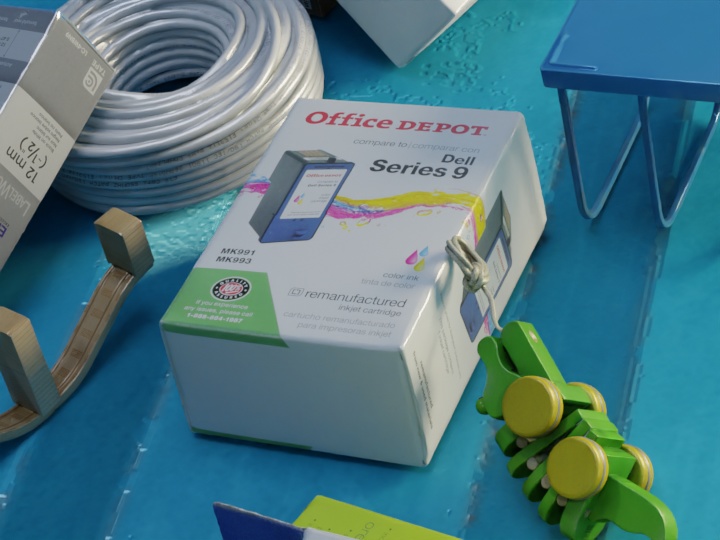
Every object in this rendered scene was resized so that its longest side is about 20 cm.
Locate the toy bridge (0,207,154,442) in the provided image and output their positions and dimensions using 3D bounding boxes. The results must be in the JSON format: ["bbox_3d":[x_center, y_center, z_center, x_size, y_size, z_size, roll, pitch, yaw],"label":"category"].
[{"bbox_3d":[-0.185,0.052,1.375,0.027,0.068,0.200,20,52,35],"label":"toy bridge"}]

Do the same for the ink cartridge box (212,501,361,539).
[{"bbox_3d":[0.036,0.195,1.009,0.199,0.199,0.047,9,43,27],"label":"ink cartridge box"}]

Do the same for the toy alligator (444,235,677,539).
[{"bbox_3d":[0.085,0.072,1.259,0.054,0.059,0.200,-46,62,19],"label":"toy alligator"}]

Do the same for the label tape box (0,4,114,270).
[{"bbox_3d":[-0.254,-0.062,1.478,0.143,0.066,0.201,11,63,40],"label":"label tape box"}]

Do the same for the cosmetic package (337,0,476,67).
[{"bbox_3d":[0.005,-0.241,1.568,0.200,0.081,0.113,45,55,-2],"label":"cosmetic package"}]

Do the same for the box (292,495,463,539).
[{"bbox_3d":[0.025,0.179,1.162,0.199,0.048,0.122,13,46,39],"label":"box"}]

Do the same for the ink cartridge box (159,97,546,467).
[{"bbox_3d":[0.000,0.000,1.367,0.144,0.088,0.200,6,42,24],"label":"ink cartridge box"}]

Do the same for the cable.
[{"bbox_3d":[-0.122,-0.116,1.557,0.199,0.070,0.200,-33,43,-20],"label":"cable"}]

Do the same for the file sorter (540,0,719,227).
[{"bbox_3d":[0.221,-0.097,1.387,0.198,0.123,0.139,7,43,24],"label":"file sorter"}]

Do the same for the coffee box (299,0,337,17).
[{"bbox_3d":[-0.079,-0.251,1.693,0.199,0.080,0.113,17,48,32],"label":"coffee box"}]
